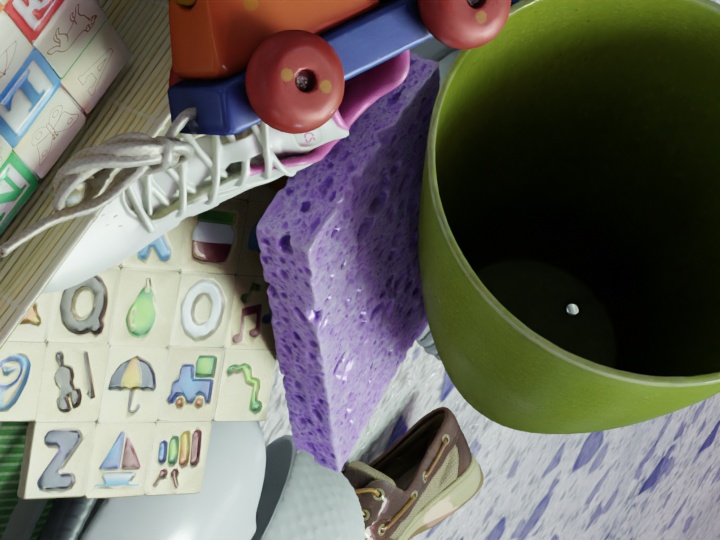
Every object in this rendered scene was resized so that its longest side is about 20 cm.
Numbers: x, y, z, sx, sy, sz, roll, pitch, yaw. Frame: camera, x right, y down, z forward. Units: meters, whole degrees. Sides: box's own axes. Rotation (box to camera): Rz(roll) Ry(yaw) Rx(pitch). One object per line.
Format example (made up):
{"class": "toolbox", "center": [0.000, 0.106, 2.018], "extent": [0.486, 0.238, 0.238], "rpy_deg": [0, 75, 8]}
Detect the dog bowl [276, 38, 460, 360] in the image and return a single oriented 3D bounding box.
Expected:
{"class": "dog bowl", "center": [-0.006, -0.050, 1.002], "extent": [0.200, 0.079, 0.200], "rpy_deg": [-48, 157, -27]}

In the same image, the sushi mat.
{"class": "sushi mat", "center": [-0.125, -0.033, 0.733], "extent": [0.200, 0.096, 0.012], "rpy_deg": [-55, 137, -12]}

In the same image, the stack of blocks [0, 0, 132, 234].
{"class": "stack of blocks", "center": [-0.172, -0.031, 0.664], "extent": [0.200, 0.059, 0.115], "rpy_deg": [-55, 160, -10]}

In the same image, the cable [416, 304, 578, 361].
{"class": "cable", "center": [0.089, -0.033, 1.162], "extent": [0.200, 0.069, 0.200], "rpy_deg": [-69, -170, -23]}

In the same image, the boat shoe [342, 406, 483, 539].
{"class": "boat shoe", "center": [0.002, 0.161, 1.358], "extent": [0.200, 0.072, 0.072], "rpy_deg": [-33, 118, -31]}

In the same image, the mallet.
{"class": "mallet", "center": [-0.114, 0.058, 0.891], "extent": [0.200, 0.066, 0.041], "rpy_deg": [-59, 141, -15]}

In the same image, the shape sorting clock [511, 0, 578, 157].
{"class": "shape sorting clock", "center": [0.094, -0.151, 1.001], "extent": [0.200, 0.039, 0.200], "rpy_deg": [-8, 90, -74]}

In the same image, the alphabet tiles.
{"class": "alphabet tiles", "center": [-0.090, -0.001, 0.843], "extent": [0.166, 0.006, 0.200], "rpy_deg": [4, 97, -47]}

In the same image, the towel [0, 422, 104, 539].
{"class": "towel", "center": [-0.154, 0.093, 0.939], "extent": [0.153, 0.023, 0.200], "rpy_deg": [-64, 161, 16]}

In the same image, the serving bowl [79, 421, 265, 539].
{"class": "serving bowl", "center": [-0.100, 0.147, 0.973], "extent": [0.200, 0.066, 0.200], "rpy_deg": [-59, 179, -2]}

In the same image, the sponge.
{"class": "sponge", "center": [0.000, 0.000, 0.914], "extent": [0.112, 0.030, 0.200], "rpy_deg": [-56, 160, -27]}

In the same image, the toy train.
{"class": "toy train", "center": [-0.054, -0.099, 0.665], "extent": [0.200, 0.085, 0.116], "rpy_deg": [-28, 106, -22]}

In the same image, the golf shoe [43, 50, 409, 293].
{"class": "golf shoe", "center": [-0.062, -0.058, 0.787], "extent": [0.200, 0.091, 0.075], "rpy_deg": [-43, 129, -29]}

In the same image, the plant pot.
{"class": "plant pot", "center": [0.103, -0.001, 0.911], "extent": [0.187, 0.187, 0.200], "rpy_deg": [-50, 172, -24]}

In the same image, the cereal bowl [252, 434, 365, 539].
{"class": "cereal bowl", "center": [-0.058, 0.195, 1.097], "extent": [0.200, 0.083, 0.200], "rpy_deg": [-54, -169, 15]}
